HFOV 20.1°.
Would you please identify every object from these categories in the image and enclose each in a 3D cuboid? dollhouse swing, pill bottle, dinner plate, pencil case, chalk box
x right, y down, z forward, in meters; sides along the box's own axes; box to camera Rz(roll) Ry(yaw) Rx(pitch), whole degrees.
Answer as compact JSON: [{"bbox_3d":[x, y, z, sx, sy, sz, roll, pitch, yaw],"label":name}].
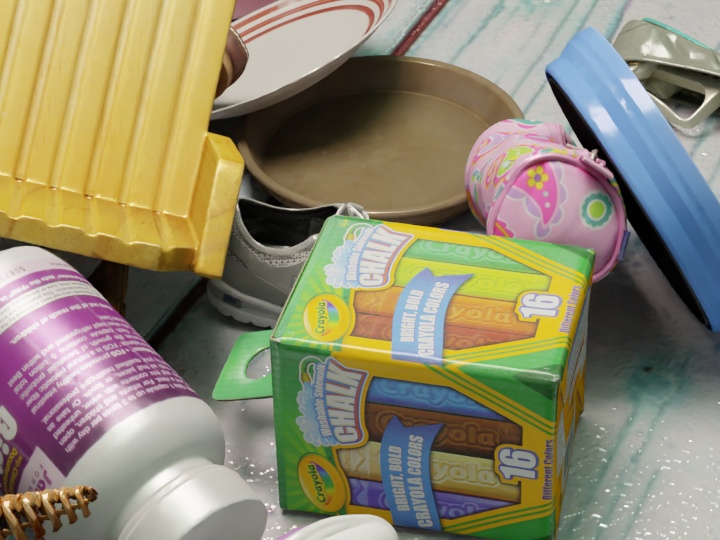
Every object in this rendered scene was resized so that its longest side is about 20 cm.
[{"bbox_3d":[-0.161,-0.112,1.179,0.199,0.176,0.182,14,8,-11],"label":"dollhouse swing"},{"bbox_3d":[-0.143,0.087,1.080,0.112,0.113,0.200,-28,57,-32],"label":"pill bottle"},{"bbox_3d":[-0.061,-0.151,1.439,0.200,0.024,0.200,-23,24,11],"label":"dinner plate"},{"bbox_3d":[0.110,-0.043,1.226,0.087,0.088,0.200,-2,9,-1],"label":"pencil case"},{"bbox_3d":[0.020,0.056,1.121,0.199,0.124,0.125,8,37,11],"label":"chalk box"}]

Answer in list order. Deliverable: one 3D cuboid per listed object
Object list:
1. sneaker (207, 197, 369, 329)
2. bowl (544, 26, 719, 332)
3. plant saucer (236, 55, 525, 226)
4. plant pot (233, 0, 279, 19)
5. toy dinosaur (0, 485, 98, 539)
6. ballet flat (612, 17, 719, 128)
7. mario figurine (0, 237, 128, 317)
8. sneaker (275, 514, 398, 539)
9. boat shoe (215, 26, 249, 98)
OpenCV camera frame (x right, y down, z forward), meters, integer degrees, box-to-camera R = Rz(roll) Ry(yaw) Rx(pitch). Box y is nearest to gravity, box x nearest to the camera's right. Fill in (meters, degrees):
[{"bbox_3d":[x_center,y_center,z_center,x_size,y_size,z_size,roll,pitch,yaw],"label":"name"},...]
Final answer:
[{"bbox_3d":[0.000,0.000,1.231,0.199,0.082,0.075,7,37,10],"label":"sneaker"},{"bbox_3d":[0.174,-0.050,1.213,0.039,0.201,0.201,-33,40,4],"label":"bowl"},{"bbox_3d":[0.015,-0.086,1.391,0.199,0.030,0.200,0,37,0],"label":"plant saucer"},{"bbox_3d":[-0.118,-0.320,1.583,0.199,0.180,0.200,0,36,0],"label":"plant pot"},{"bbox_3d":[-0.196,0.161,0.968,0.200,0.136,0.102,-23,32,49],"label":"toy dinosaur"},{"bbox_3d":[0.259,-0.118,1.415,0.200,0.067,0.064,24,71,30],"label":"ballet flat"},{"bbox_3d":[-0.240,0.001,1.207,0.199,0.123,0.106,5,79,-3],"label":"mario figurine"},{"bbox_3d":[-0.042,0.196,0.996,0.100,0.075,0.200,41,51,19],"label":"sneaker"},{"bbox_3d":[-0.147,-0.159,1.419,0.200,0.071,0.070,7,38,42],"label":"boat shoe"}]
